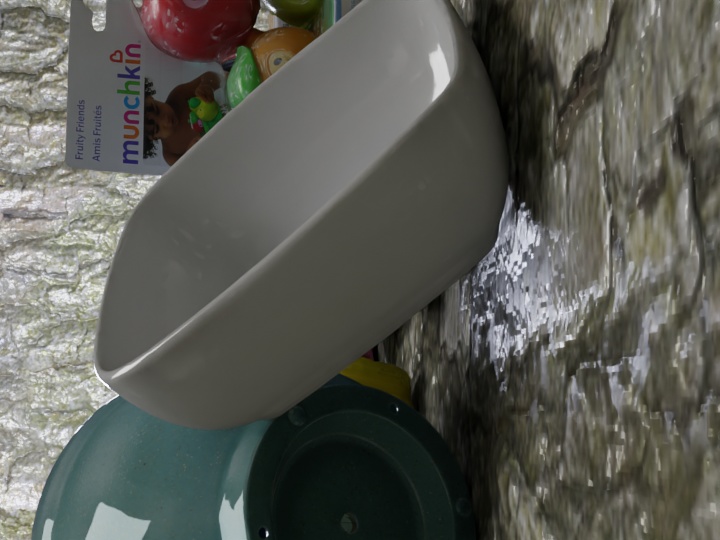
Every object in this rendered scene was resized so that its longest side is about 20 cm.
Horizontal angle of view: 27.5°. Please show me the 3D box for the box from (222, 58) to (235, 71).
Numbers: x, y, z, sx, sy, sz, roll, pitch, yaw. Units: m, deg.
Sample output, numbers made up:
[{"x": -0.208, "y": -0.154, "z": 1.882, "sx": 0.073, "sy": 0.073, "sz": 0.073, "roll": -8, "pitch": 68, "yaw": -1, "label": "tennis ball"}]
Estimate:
[{"x": -0.072, "y": -0.023, "z": 0.955, "sx": 0.161, "sy": 0.043, "sz": 0.201, "roll": -106, "pitch": 11, "yaw": -54, "label": "box"}]

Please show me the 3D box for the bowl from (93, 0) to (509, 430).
[{"x": -0.018, "y": -0.024, "z": 0.632, "sx": 0.075, "sy": 0.200, "sz": 0.200, "roll": 47, "pitch": -166, "yaw": -21, "label": "bowl"}]

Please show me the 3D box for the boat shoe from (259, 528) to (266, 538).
[{"x": -0.073, "y": 0.176, "z": 0.745, "sx": 0.084, "sy": 0.068, "sz": 0.201, "roll": -48, "pitch": 39, "yaw": 40, "label": "boat shoe"}]

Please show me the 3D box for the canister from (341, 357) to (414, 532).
[{"x": -0.033, "y": 0.165, "z": 0.831, "sx": 0.148, "sy": 0.086, "sz": 0.201, "roll": -27, "pitch": 56, "yaw": 44, "label": "canister"}]

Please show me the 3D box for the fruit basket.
[{"x": -0.058, "y": -0.139, "z": 0.807, "sx": 0.094, "sy": 0.199, "sz": 0.187, "roll": 148, "pitch": 124, "yaw": -65, "label": "fruit basket"}]

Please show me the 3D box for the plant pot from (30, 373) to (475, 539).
[{"x": -0.032, "y": 0.125, "z": 0.670, "sx": 0.134, "sy": 0.199, "sz": 0.202, "roll": -32, "pitch": 53, "yaw": 51, "label": "plant pot"}]

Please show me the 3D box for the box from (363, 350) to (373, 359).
[{"x": -0.044, "y": 0.058, "z": 1.109, "sx": 0.201, "sy": 0.094, "sz": 0.103, "roll": -96, "pitch": 8, "yaw": -49, "label": "box"}]

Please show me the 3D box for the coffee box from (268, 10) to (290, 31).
[{"x": -0.023, "y": -0.165, "z": 1.024, "sx": 0.114, "sy": 0.079, "sz": 0.201, "roll": 118, "pitch": 152, "yaw": -76, "label": "coffee box"}]
